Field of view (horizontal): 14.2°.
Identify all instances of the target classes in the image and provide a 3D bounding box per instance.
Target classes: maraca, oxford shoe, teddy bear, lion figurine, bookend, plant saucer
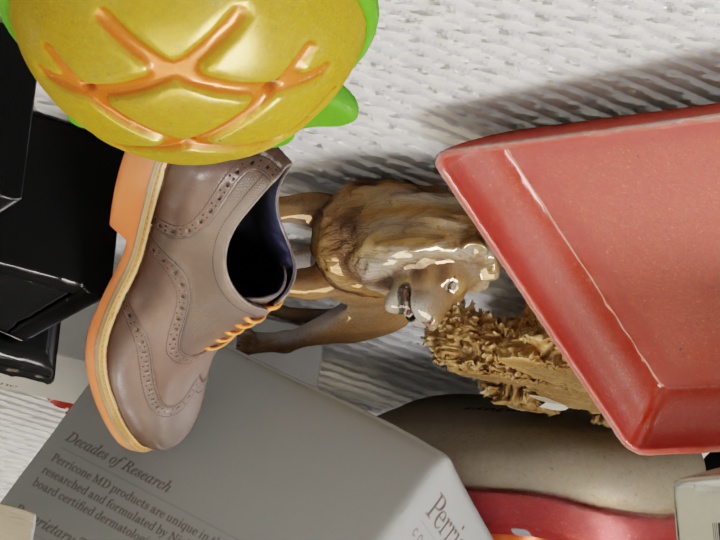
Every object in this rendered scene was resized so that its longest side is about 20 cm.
[{"bbox_3d":[-0.061,-0.087,1.061,0.137,0.107,0.200,3,160,4],"label":"maraca"},{"bbox_3d":[-0.072,0.015,1.274,0.073,0.071,0.200,26,136,17],"label":"oxford shoe"},{"bbox_3d":[0.109,0.034,1.426,0.145,0.067,0.200,6,168,21],"label":"teddy bear"},{"bbox_3d":[0.000,0.000,1.360,0.122,0.073,0.200,-1,174,-2],"label":"lion figurine"},{"bbox_3d":[-0.178,-0.036,1.253,0.200,0.092,0.199,16,157,-29],"label":"bookend"},{"bbox_3d":[0.161,-0.002,1.237,0.200,0.037,0.200,-6,133,38],"label":"plant saucer"}]

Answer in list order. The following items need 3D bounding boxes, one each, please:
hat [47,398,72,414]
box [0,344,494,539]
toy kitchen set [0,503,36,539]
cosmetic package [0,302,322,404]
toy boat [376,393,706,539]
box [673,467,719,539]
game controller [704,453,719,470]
[{"bbox_3d":[-0.079,0.085,1.597,0.166,0.200,0.176,30,144,53],"label":"hat"},{"bbox_3d":[-0.050,0.164,1.424,0.200,0.171,0.199,24,158,32],"label":"box"},{"bbox_3d":[-0.262,0.124,1.286,0.163,0.200,0.180,19,157,-33],"label":"toy kitchen set"},{"bbox_3d":[-0.127,0.042,1.513,0.200,0.051,0.083,14,158,-21],"label":"cosmetic package"},{"bbox_3d":[0.089,0.139,1.544,0.200,0.131,0.131,1,-171,30],"label":"toy boat"},{"bbox_3d":[0.214,0.112,1.279,0.082,0.068,0.200,-5,180,28],"label":"box"},{"bbox_3d":[0.237,0.109,1.551,0.200,0.104,0.042,-24,100,53],"label":"game controller"}]
